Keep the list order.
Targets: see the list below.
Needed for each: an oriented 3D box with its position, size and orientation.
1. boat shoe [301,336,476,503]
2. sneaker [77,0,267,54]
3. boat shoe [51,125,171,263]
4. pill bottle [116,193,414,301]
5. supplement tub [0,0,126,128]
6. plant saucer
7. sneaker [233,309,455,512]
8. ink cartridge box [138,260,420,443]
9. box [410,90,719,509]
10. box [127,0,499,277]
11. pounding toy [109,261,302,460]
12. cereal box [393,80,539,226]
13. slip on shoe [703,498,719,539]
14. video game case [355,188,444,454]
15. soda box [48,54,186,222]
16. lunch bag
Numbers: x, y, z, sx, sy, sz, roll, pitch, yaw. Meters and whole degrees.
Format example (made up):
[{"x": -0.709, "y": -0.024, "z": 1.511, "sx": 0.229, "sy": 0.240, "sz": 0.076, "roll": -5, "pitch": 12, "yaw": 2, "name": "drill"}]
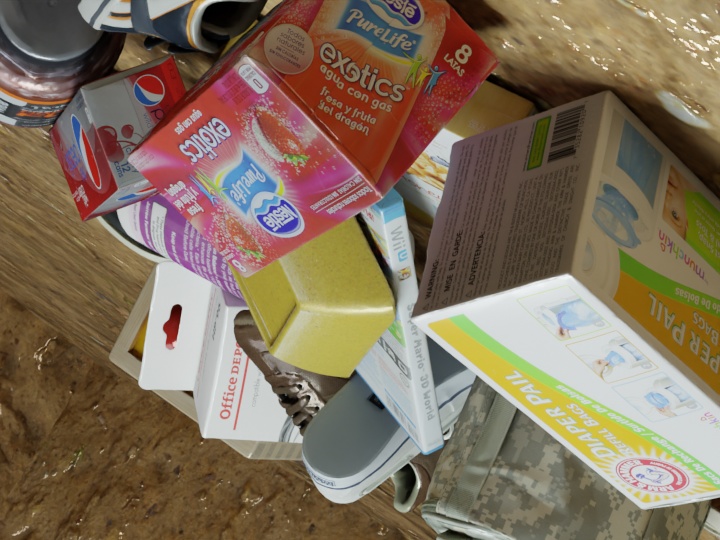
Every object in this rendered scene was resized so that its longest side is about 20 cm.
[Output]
[{"x": 0.045, "y": 0.083, "z": 1.458, "sx": 0.074, "sy": 0.202, "sz": 0.086, "roll": 37, "pitch": 161, "yaw": 23, "name": "boat shoe"}, {"x": -0.094, "y": -0.151, "z": 1.149, "sx": 0.079, "sy": 0.079, "sz": 0.200, "roll": 40, "pitch": 167, "yaw": -9, "name": "sneaker"}, {"x": -0.182, "y": -0.086, "z": 1.633, "sx": 0.200, "sy": 0.072, "sz": 0.068, "roll": 53, "pitch": 163, "yaw": 22, "name": "boat shoe"}, {"x": -0.064, "y": -0.033, "z": 1.514, "sx": 0.199, "sy": 0.113, "sz": 0.112, "roll": 28, "pitch": 169, "yaw": 26, "name": "pill bottle"}, {"x": -0.207, "y": -0.154, "z": 1.398, "sx": 0.107, "sy": 0.107, "sz": 0.200, "roll": 34, "pitch": 170, "yaw": -9, "name": "supplement tub"}, {"x": -0.056, "y": -0.032, "z": 1.344, "sx": 0.201, "sy": 0.048, "sz": 0.200, "roll": 64, "pitch": 165, "yaw": 9, "name": "plant saucer"}, {"x": -0.013, "y": 0.098, "z": 1.503, "sx": 0.199, "sy": 0.076, "sz": 0.070, "roll": 33, "pitch": 159, "yaw": -27, "name": "sneaker"}, {"x": -0.055, "y": 0.062, "z": 1.586, "sx": 0.198, "sy": 0.117, "sz": 0.068, "roll": 4, "pitch": -152, "yaw": -14, "name": "ink cartridge box"}, {"x": 0.134, "y": 0.021, "z": 1.086, "sx": 0.101, "sy": 0.113, "sz": 0.200, "roll": -17, "pitch": 137, "yaw": 41, "name": "box"}, {"x": -0.028, "y": -0.079, "z": 1.087, "sx": 0.095, "sy": 0.100, "sz": 0.200, "roll": 45, "pitch": 156, "yaw": -8, "name": "box"}, {"x": -0.096, "y": 0.016, "z": 1.702, "sx": 0.184, "sy": 0.201, "sz": 0.142, "roll": 32, "pitch": -170, "yaw": 26, "name": "pounding toy"}, {"x": 0.058, "y": -0.061, "z": 1.217, "sx": 0.143, "sy": 0.040, "sz": 0.200, "roll": 28, "pitch": 169, "yaw": 30, "name": "cereal box"}, {"x": 0.231, "y": 0.134, "z": 1.421, "sx": 0.200, "sy": 0.076, "sz": 0.061, "roll": 36, "pitch": 160, "yaw": 55, "name": "slip on shoe"}, {"x": 0.000, "y": 0.000, "z": 1.333, "sx": 0.143, "sy": 0.018, "sz": 0.201, "roll": 50, "pitch": 158, "yaw": 46, "name": "video game case"}, {"x": -0.151, "y": -0.081, "z": 1.388, "sx": 0.200, "sy": 0.063, "sz": 0.070, "roll": 164, "pitch": 85, "yaw": -76, "name": "soda box"}, {"x": 0.129, "y": 0.103, "z": 1.334, "sx": 0.139, "sy": 0.201, "sz": 0.168, "roll": 14, "pitch": 162, "yaw": 38, "name": "lunch bag"}]
